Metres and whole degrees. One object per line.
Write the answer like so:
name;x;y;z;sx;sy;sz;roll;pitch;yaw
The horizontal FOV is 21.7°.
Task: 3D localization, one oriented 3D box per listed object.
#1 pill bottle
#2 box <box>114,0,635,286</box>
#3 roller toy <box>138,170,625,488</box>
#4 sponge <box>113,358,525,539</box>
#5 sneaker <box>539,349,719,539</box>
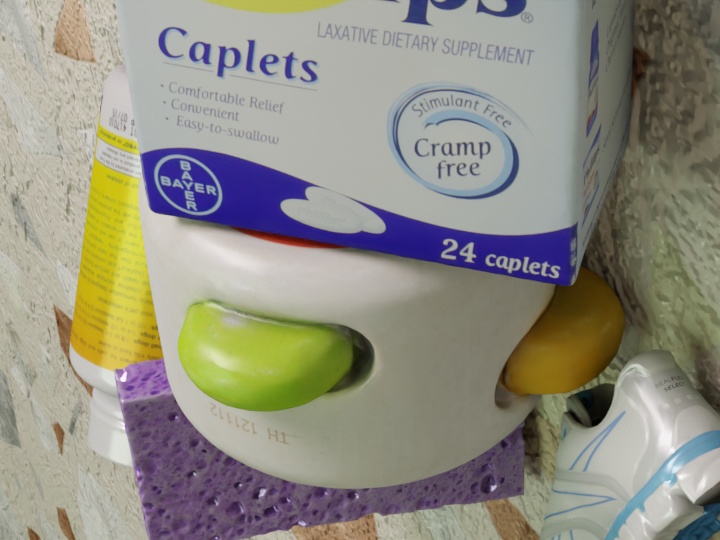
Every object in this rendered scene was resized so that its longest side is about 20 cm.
pill bottle;-0.091;-0.001;0.973;0.109;0.109;0.201;29;113;54
box;0.006;-0.113;0.705;0.183;0.105;0.201;10;132;17
roller toy;0.000;0.000;0.841;0.183;0.199;0.140;-125;23;-47
sponge;-0.017;0.081;0.941;0.030;0.199;0.112;-107;11;-50
sneaker;0.115;0.100;0.850;0.087;0.075;0.200;63;151;23
